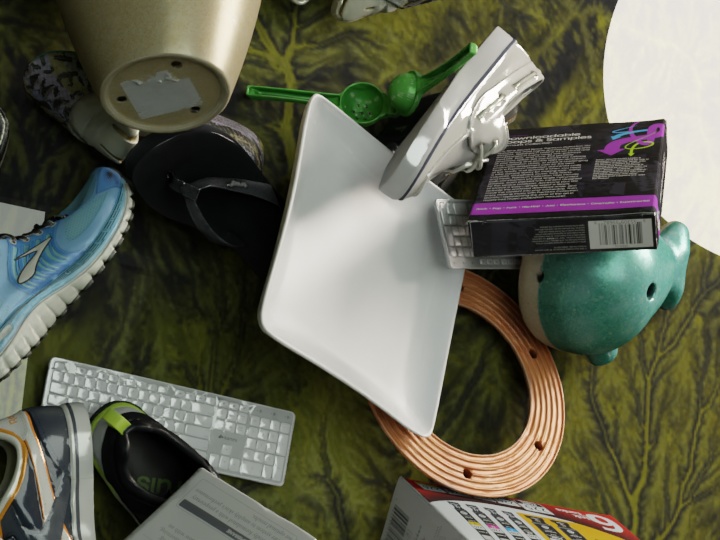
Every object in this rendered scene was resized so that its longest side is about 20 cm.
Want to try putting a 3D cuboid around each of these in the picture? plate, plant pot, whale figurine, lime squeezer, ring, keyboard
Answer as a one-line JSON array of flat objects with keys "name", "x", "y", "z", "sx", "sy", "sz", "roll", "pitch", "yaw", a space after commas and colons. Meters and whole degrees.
[{"name": "plate", "x": 0.000, "y": 0.000, "z": 1.675, "sx": 0.199, "sy": 0.032, "sz": 0.201, "roll": 36, "pitch": 55, "yaw": -39}, {"name": "plant pot", "x": -0.144, "y": -0.206, "z": 1.600, "sx": 0.186, "sy": 0.187, "sz": 0.201, "roll": 11, "pitch": 55, "yaw": -26}, {"name": "whale figurine", "x": 0.218, "y": 0.004, "z": 1.810, "sx": 0.199, "sy": 0.103, "sz": 0.160, "roll": -2, "pitch": 103, "yaw": -47}, {"name": "lime squeezer", "x": 0.015, "y": -0.144, "z": 1.732, "sx": 0.071, "sy": 0.199, "sz": 0.038, "roll": 54, "pitch": 39, "yaw": -42}, {"name": "ring", "x": 0.078, "y": 0.087, "z": 1.754, "sx": 0.199, "sy": 0.019, "sz": 0.202, "roll": 18, "pitch": 55, "yaw": -27}, {"name": "keyboard", "x": -0.142, "y": 0.114, "z": 1.653, "sx": 0.199, "sy": 0.011, "sz": 0.057, "roll": 15, "pitch": 72, "yaw": -24}, {"name": "keyboard", "x": 0.127, "y": -0.029, "z": 1.800, "sx": 0.199, "sy": 0.011, "sz": 0.057, "roll": 0, "pitch": 80, "yaw": -50}]

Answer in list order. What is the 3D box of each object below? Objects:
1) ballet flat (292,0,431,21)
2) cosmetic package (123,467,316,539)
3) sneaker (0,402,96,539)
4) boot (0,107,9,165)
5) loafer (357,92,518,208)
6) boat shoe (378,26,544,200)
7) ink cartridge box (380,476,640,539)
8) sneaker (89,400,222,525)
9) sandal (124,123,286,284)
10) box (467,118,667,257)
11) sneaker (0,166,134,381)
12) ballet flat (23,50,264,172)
[{"name": "ballet flat", "x": -0.023, "y": -0.238, "z": 1.775, "sx": 0.199, "sy": 0.072, "sz": 0.073, "roll": 20, "pitch": 70, "yaw": -23}, {"name": "cosmetic package", "x": -0.117, "y": 0.286, "z": 1.519, "sx": 0.200, "sy": 0.123, "sz": 0.200, "roll": -41, "pitch": 138, "yaw": -27}, {"name": "sneaker", "x": -0.224, "y": 0.196, "z": 1.562, "sx": 0.079, "sy": 0.078, "sz": 0.202, "roll": -4, "pitch": 84, "yaw": -20}, {"name": "boot", "x": -0.295, "y": -0.058, "z": 1.538, "sx": 0.073, "sy": 0.150, "sz": 0.200, "roll": 47, "pitch": 62, "yaw": -11}, {"name": "loafer", "x": 0.049, "y": -0.089, "z": 1.785, "sx": 0.199, "sy": 0.073, "sz": 0.073, "roll": -28, "pitch": 114, "yaw": -25}, {"name": "boat shoe", "x": 0.082, "y": -0.109, "z": 1.709, "sx": 0.066, "sy": 0.072, "sz": 0.200, "roll": 39, "pitch": 44, "yaw": -2}, {"name": "ink cartridge box", "x": 0.136, "y": 0.239, "z": 1.679, "sx": 0.199, "sy": 0.175, "sz": 0.084, "roll": 13, "pitch": 101, "yaw": -26}, {"name": "sneaker", "x": -0.125, "y": 0.174, "z": 1.603, "sx": 0.200, "sy": 0.083, "sz": 0.072, "roll": 46, "pitch": 74, "yaw": -21}, {"name": "sandal", "x": -0.091, "y": -0.046, "z": 1.657, "sx": 0.076, "sy": 0.043, "sz": 0.200, "roll": -47, "pitch": 130, "yaw": 9}, {"name": "box", "x": 0.167, "y": -0.067, "z": 1.747, "sx": 0.200, "sy": 0.142, "sz": 0.036, "roll": -68, "pitch": 153, "yaw": -62}, {"name": "sneaker", "x": -0.240, "y": -0.008, "z": 1.600, "sx": 0.090, "sy": 0.078, "sz": 0.200, "roll": 43, "pitch": 62, "yaw": -10}, {"name": "ballet flat", "x": -0.158, "y": -0.104, "z": 1.662, "sx": 0.199, "sy": 0.072, "sz": 0.073, "roll": 22, "pitch": 69, "yaw": -24}]
